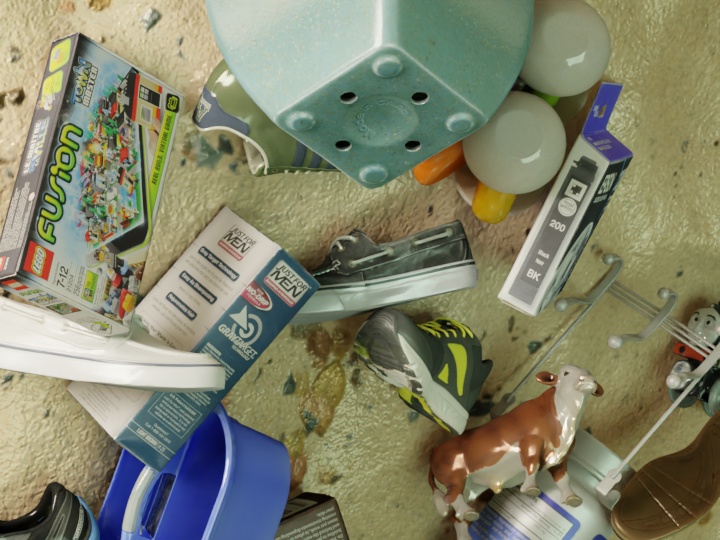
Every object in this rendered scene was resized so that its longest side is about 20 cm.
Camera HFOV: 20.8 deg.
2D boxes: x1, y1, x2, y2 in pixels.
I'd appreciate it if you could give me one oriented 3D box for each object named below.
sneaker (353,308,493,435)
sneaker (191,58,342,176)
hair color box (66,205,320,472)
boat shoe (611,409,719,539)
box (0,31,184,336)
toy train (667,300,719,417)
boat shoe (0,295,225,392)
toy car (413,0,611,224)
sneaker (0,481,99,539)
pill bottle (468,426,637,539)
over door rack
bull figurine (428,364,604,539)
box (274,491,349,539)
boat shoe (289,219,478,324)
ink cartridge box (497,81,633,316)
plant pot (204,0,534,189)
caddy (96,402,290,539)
[{"bbox_3d":[0.058,0.070,1.728,0.085,0.074,0.200,-57,150,-13],"label":"sneaker"},{"bbox_3d":[-0.055,-0.111,1.585,0.090,0.067,0.200,-48,133,11],"label":"sneaker"},{"bbox_3d":[-0.135,0.054,1.580,0.200,0.100,0.061,-49,129,-4],"label":"hair color box"},{"bbox_3d":[0.307,0.205,1.863,0.200,0.072,0.072,-38,159,-32],"label":"boat shoe"},{"bbox_3d":[-0.201,-0.063,1.460,0.110,0.035,0.200,29,62,-39],"label":"box"},{"bbox_3d":[0.390,0.100,1.962,0.200,0.085,0.114,18,89,-36],"label":"toy train"},{"bbox_3d":[-0.198,0.054,1.497,0.074,0.200,0.065,29,69,-80],"label":"boat shoe"},{"bbox_3d":[0.109,-0.147,1.624,0.150,0.175,0.200,25,81,2],"label":"toy car"},{"bbox_3d":[-0.308,0.238,1.582,0.200,0.071,0.083,-33,112,-18],"label":"sneaker"},{"bbox_3d":[0.171,0.246,1.862,0.200,0.112,0.112,-52,129,-3],"label":"pill bottle"},{"bbox_3d":[0.226,0.096,1.799,0.200,0.148,0.067,-53,148,-2],"label":"over door rack"},{"bbox_3d":[0.142,0.165,1.762,0.200,0.122,0.065,-32,128,32],"label":"bull figurine"},{"bbox_3d":[-0.046,0.306,1.730,0.100,0.075,0.200,-20,96,-24],"label":"box"},{"bbox_3d":[0.000,0.000,1.668,0.200,0.072,0.071,-11,85,-17],"label":"boat shoe"},{"bbox_3d":[0.190,-0.065,1.694,0.200,0.043,0.198,-66,171,11],"label":"ink cartridge box"},{"bbox_3d":[0.008,-0.181,1.452,0.196,0.200,0.196,-29,136,30],"label":"plant pot"},{"bbox_3d":[-0.148,0.195,1.607,0.105,0.141,0.200,20,90,-43],"label":"caddy"}]
